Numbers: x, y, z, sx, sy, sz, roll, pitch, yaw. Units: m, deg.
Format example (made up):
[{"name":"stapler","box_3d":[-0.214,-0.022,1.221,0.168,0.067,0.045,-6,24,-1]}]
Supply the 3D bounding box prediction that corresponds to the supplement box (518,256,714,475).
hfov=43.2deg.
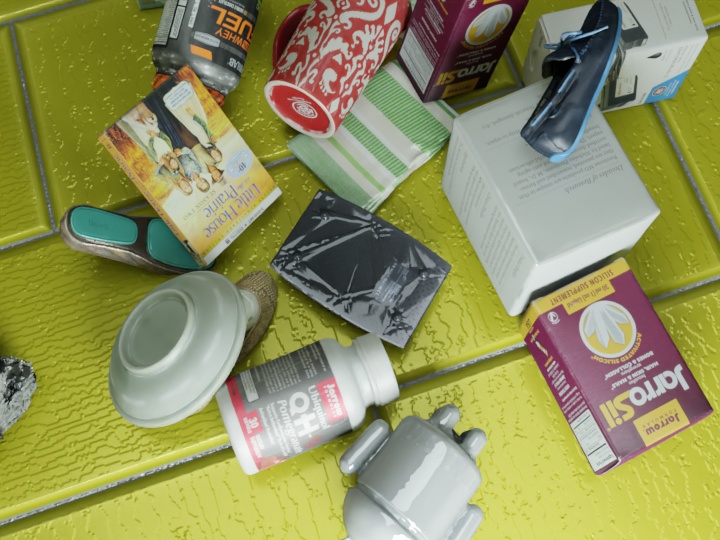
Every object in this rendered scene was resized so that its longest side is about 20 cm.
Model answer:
[{"name":"supplement box","box_3d":[0.289,0.112,1.055,0.129,0.104,0.203,-24,72,-9]}]

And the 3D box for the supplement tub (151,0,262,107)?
[{"name":"supplement tub","box_3d":[-0.201,-0.321,1.190,0.120,0.122,0.205,16,92,7]}]

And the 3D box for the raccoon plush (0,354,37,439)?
[{"name":"raccoon plush","box_3d":[-0.477,0.150,1.064,0.132,0.097,0.203,20,71,16]}]

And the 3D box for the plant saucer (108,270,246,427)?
[{"name":"plant saucer","box_3d":[-0.226,0.079,1.055,0.196,0.050,0.204,-18,50,22]}]

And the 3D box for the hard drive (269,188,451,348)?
[{"name":"hard drive","box_3d":[0.000,0.000,1.132,0.197,0.042,0.136,30,73,11]}]

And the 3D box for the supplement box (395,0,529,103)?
[{"name":"supplement box","box_3d":[0.131,-0.317,1.151,0.108,0.201,0.087,-19,67,-23]}]

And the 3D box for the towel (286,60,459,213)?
[{"name":"towel","box_3d":[0.023,-0.179,1.209,0.199,0.023,0.153,-42,73,-11]}]

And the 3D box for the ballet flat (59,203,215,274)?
[{"name":"ballet flat","box_3d":[-0.277,-0.034,1.127,0.197,0.067,0.070,19,61,-29]}]

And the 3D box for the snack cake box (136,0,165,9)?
[{"name":"snack cake box","box_3d":[-0.276,-0.484,1.300,0.112,0.067,0.204,-8,70,-2]}]

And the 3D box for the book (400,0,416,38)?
[{"name":"book","box_3d":[0.083,-0.424,1.289,0.132,0.048,0.203,26,71,6]}]

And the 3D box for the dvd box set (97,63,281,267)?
[{"name":"dvd box set","box_3d":[-0.206,-0.129,1.121,0.146,0.029,0.201,-45,109,-26]}]

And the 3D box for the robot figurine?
[{"name":"robot figurine","box_3d":[0.056,0.243,1.004,0.169,0.113,0.201,38,75,7]}]

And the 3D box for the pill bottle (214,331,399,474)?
[{"name":"pill bottle","box_3d":[-0.059,0.145,1.043,0.196,0.111,0.112,-22,71,-7]}]

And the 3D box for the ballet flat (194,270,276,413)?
[{"name":"ballet flat","box_3d":[-0.163,0.081,1.093,0.069,0.065,0.202,27,73,8]}]

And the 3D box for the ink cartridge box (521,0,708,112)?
[{"name":"ink cartridge box","box_3d":[0.321,-0.274,1.172,0.195,0.145,0.086,-13,70,-3]}]

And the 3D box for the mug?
[{"name":"mug","box_3d":[-0.042,-0.282,1.202,0.133,0.177,0.203,36,69,-20]}]

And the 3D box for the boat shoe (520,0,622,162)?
[{"name":"boat shoe","box_3d":[0.232,-0.221,0.994,0.068,0.084,0.203,24,67,-4]}]

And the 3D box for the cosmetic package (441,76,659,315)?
[{"name":"cosmetic package","box_3d":[0.216,-0.089,1.086,0.163,0.168,0.203,-23,71,-10]}]
